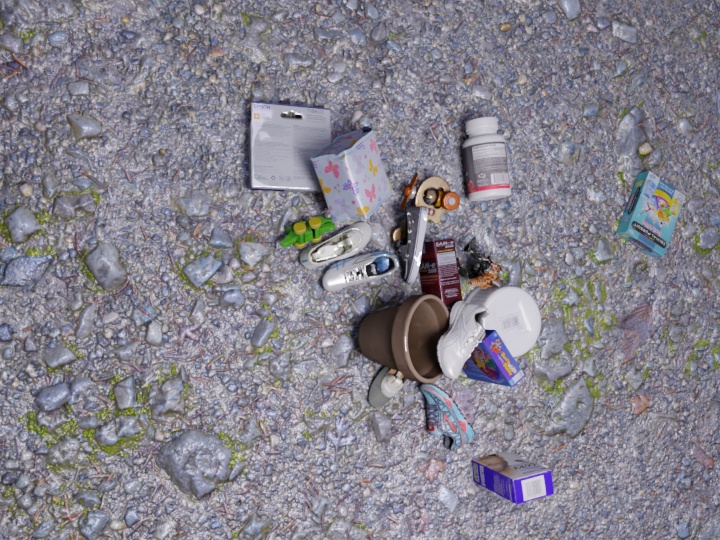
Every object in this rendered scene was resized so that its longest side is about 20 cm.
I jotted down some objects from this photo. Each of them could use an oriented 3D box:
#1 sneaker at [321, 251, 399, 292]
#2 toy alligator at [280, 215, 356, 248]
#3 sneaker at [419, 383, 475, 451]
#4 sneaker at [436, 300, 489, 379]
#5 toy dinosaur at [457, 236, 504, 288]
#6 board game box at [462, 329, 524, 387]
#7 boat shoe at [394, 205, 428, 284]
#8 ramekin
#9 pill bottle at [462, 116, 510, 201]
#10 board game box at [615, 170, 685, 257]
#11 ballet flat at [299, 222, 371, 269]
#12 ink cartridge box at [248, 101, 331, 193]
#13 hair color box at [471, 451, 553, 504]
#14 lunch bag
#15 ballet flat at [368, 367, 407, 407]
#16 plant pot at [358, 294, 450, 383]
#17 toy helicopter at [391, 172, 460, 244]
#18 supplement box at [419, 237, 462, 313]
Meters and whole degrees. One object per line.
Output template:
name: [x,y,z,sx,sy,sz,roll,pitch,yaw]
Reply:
sneaker: [0.000,0.000,1.539,0.199,0.072,0.072,-19,96,-18]
toy alligator: [-0.106,-0.106,1.517,0.199,0.060,0.054,-22,54,-20]
sneaker: [0.201,0.366,1.591,0.095,0.079,0.200,-40,100,-15]
sneaker: [0.235,0.155,1.465,0.074,0.087,0.201,43,57,-38]
toy dinosaur: [0.303,-0.004,1.602,0.136,0.200,0.102,42,96,8]
board game box: [0.295,0.208,1.567,0.045,0.200,0.135,-37,100,-19]
boat shoe: [0.117,-0.063,1.563,0.066,0.070,0.201,7,117,-2]
ramekin: [0.365,0.131,1.649,0.199,0.098,0.202,1,87,-20]
pill bottle: [0.321,-0.284,1.644,0.110,0.111,0.202,-6,90,-20]
board game box: [0.843,-0.162,1.859,0.150,0.047,0.201,28,79,-16]
ballet flat: [-0.049,-0.058,1.526,0.199,0.069,0.070,-26,96,-19]
ink cartridge box: [-0.165,-0.285,1.507,0.195,0.043,0.202,1,85,-21]
hair color box: [0.371,0.506,1.581,0.109,0.200,0.065,-7,88,-20]
lunch bag: [-0.010,-0.227,1.499,0.200,0.126,0.171,-47,126,-47]
ballet flat: [0.093,0.250,1.564,0.067,0.064,0.200,43,75,-14]
plant pot: [0.094,0.159,1.495,0.200,0.174,0.202,8,80,-50]
toy helicopter: [0.142,-0.152,1.597,0.132,0.079,0.200,40,88,-20]
supplement box: [0.196,0.026,1.588,0.060,0.109,0.202,-8,89,-19]
